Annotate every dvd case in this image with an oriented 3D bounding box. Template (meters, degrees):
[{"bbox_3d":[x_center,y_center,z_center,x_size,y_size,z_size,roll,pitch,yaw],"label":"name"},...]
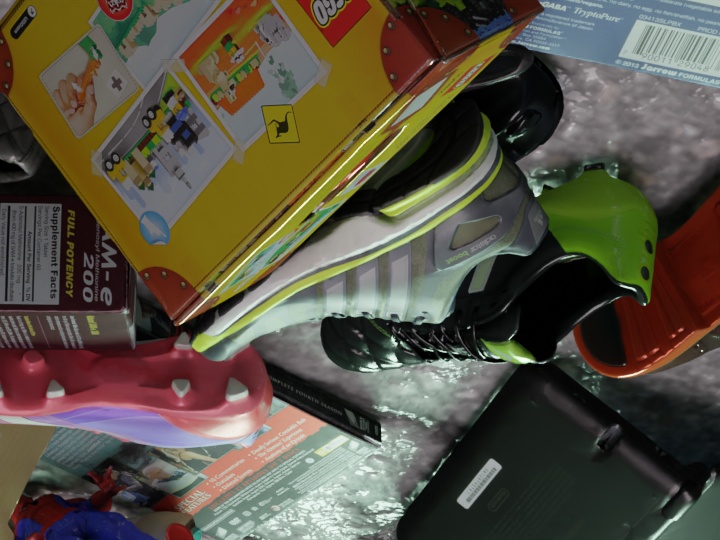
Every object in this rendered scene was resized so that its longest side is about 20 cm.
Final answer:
[{"bbox_3d":[-0.108,0.084,1.234,0.200,0.022,0.146,27,135,-29],"label":"dvd case"}]

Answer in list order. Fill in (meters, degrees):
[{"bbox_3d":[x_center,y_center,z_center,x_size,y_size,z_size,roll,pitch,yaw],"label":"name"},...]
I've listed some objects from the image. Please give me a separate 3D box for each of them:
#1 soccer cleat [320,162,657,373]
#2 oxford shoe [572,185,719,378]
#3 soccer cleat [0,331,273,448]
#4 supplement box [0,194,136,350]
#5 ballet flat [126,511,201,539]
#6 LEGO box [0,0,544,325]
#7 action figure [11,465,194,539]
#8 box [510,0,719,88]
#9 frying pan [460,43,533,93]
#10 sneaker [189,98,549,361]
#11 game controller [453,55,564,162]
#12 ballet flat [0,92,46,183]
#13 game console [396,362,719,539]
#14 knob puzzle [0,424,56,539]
[{"bbox_3d":[0.058,0.016,1.090,0.200,0.081,0.067,-26,133,31],"label":"soccer cleat"},{"bbox_3d":[0.199,-0.010,1.078,0.200,0.071,0.072,-29,162,28],"label":"oxford shoe"},{"bbox_3d":[-0.145,0.063,1.147,0.199,0.067,0.077,3,144,-2],"label":"soccer cleat"},{"bbox_3d":[-0.209,0.001,1.065,0.199,0.061,0.109,1,168,-5],"label":"supplement box"},{"bbox_3d":[-0.133,0.185,1.316,0.069,0.070,0.200,4,153,-2],"label":"ballet flat"},{"bbox_3d":[-0.047,-0.096,0.899,0.149,0.077,0.200,53,131,5],"label":"LEGO box"},{"bbox_3d":[-0.157,0.148,1.236,0.200,0.065,0.052,3,128,60],"label":"action figure"},{"bbox_3d":[0.134,-0.160,0.904,0.121,0.032,0.200,11,142,-10],"label":"box"},{"bbox_3d":[-0.025,-0.086,0.979,0.190,0.115,0.031,-35,174,19],"label":"frying pan"},{"bbox_3d":[0.000,0.000,1.018,0.200,0.074,0.081,-28,121,35],"label":"sneaker"},{"bbox_3d":[-0.004,-0.061,1.041,0.200,0.042,0.104,-29,117,33],"label":"game controller"},{"bbox_3d":[-0.238,-0.059,1.034,0.199,0.057,0.067,-10,139,16],"label":"ballet flat"},{"bbox_3d":[0.145,0.128,1.277,0.176,0.116,0.200,38,137,5],"label":"game console"},{"bbox_3d":[-0.284,0.113,1.217,0.219,0.031,0.220,-3,127,-5],"label":"knob puzzle"}]
